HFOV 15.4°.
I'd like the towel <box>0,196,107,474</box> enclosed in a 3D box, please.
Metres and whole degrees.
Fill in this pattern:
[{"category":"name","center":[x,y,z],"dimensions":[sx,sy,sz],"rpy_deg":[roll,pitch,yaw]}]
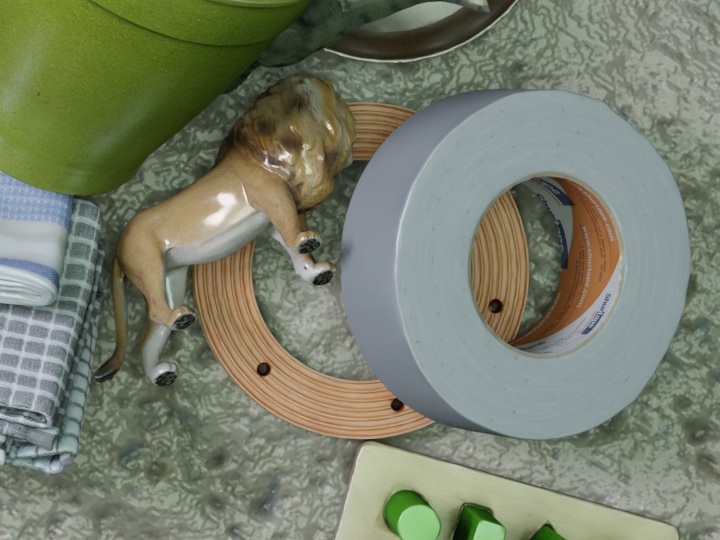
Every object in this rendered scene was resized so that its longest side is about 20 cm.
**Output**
[{"category":"towel","center":[-0.243,0.022,1.485],"dimensions":[0.200,0.166,0.086],"rpy_deg":[11,134,-4]}]

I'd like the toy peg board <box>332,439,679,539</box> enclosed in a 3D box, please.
[{"category":"toy peg board","center":[0.072,0.222,1.551],"dimensions":[0.200,0.098,0.199],"rpy_deg":[16,89,-4]}]

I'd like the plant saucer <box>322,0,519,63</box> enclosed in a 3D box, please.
[{"category":"plant saucer","center":[0.015,-0.222,1.576],"dimensions":[0.200,0.032,0.201],"rpy_deg":[0,91,-5]}]

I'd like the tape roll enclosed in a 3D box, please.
[{"category":"tape roll","center":[0.090,-0.004,1.529],"dimensions":[0.200,0.066,0.201],"rpy_deg":[-2,94,-28]}]

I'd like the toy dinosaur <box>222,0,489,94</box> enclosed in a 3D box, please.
[{"category":"toy dinosaur","center":[-0.029,-0.161,1.519],"dimensions":[0.200,0.047,0.088],"rpy_deg":[-16,102,24]}]

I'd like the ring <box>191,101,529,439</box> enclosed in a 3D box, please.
[{"category":"ring","center":[0.000,0.000,1.582],"dimensions":[0.200,0.019,0.201],"rpy_deg":[0,91,-5]}]

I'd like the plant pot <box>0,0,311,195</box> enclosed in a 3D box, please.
[{"category":"plant pot","center":[-0.138,-0.149,1.458],"dimensions":[0.200,0.200,0.193],"rpy_deg":[32,127,-4]}]

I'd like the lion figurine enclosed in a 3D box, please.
[{"category":"lion figurine","center":[-0.084,-0.027,1.530],"dimensions":[0.200,0.072,0.123],"rpy_deg":[-29,58,3]}]

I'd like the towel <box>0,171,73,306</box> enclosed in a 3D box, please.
[{"category":"towel","center":[-0.232,-0.061,1.496],"dimensions":[0.147,0.200,0.024],"rpy_deg":[7,135,-6]}]
